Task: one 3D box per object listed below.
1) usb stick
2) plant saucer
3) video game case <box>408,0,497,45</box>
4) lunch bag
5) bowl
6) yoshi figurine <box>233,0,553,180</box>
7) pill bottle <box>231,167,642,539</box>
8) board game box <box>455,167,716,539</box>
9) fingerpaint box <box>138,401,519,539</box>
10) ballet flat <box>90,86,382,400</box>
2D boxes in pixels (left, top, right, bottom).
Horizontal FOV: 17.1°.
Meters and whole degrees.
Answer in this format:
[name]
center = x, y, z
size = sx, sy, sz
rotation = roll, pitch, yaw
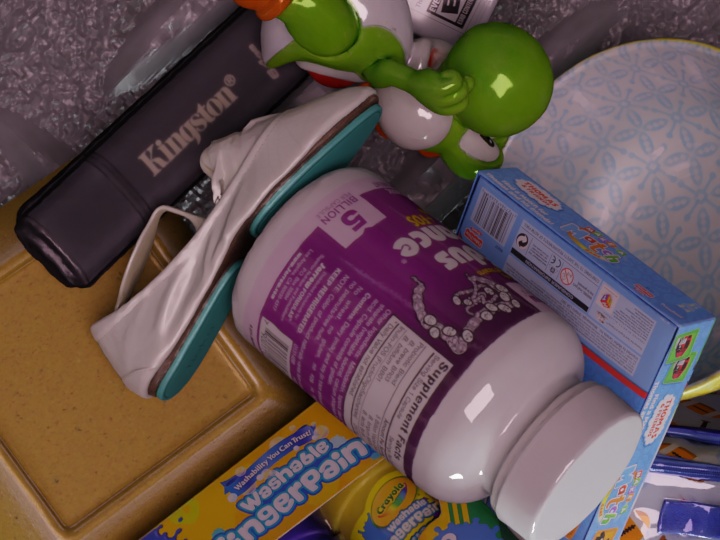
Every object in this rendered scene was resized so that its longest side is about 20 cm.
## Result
[usb stick]
center = -0.101, -0.070, 1.277
size = 0.055, 0.033, 0.200
rotation = 45, 67, -2
[plant saucer]
center = -0.146, 0.053, 1.279
size = 0.200, 0.048, 0.200
rotation = -36, 91, -20
[video game case]
center = 0.022, -0.243, 1.297
size = 0.182, 0.022, 0.200
rotation = 25, 101, -12
[lunch bag]
center = 0.205, 0.112, 1.335
size = 0.200, 0.160, 0.076
rotation = 6, 103, -7
[bowl]
center = 0.176, -0.017, 1.315
size = 0.200, 0.200, 0.108
rotation = -56, 146, 8
[yoshi figurine]
center = 0.027, -0.128, 1.260
size = 0.200, 0.112, 0.112
rotation = 40, 80, -30
[pill bottle]
center = 0.040, 0.045, 1.200
size = 0.200, 0.112, 0.112
rotation = 39, 98, 23
[board game box]
center = 0.089, 0.069, 1.268
size = 0.037, 0.151, 0.200
rotation = -9, 128, -45
[fingerpaint box]
center = -0.023, 0.176, 1.234
size = 0.200, 0.167, 0.073
rotation = -37, 149, -11
[ballet flat]
center = -0.071, -0.026, 1.235
size = 0.069, 0.069, 0.200
rotation = 35, 95, -14
